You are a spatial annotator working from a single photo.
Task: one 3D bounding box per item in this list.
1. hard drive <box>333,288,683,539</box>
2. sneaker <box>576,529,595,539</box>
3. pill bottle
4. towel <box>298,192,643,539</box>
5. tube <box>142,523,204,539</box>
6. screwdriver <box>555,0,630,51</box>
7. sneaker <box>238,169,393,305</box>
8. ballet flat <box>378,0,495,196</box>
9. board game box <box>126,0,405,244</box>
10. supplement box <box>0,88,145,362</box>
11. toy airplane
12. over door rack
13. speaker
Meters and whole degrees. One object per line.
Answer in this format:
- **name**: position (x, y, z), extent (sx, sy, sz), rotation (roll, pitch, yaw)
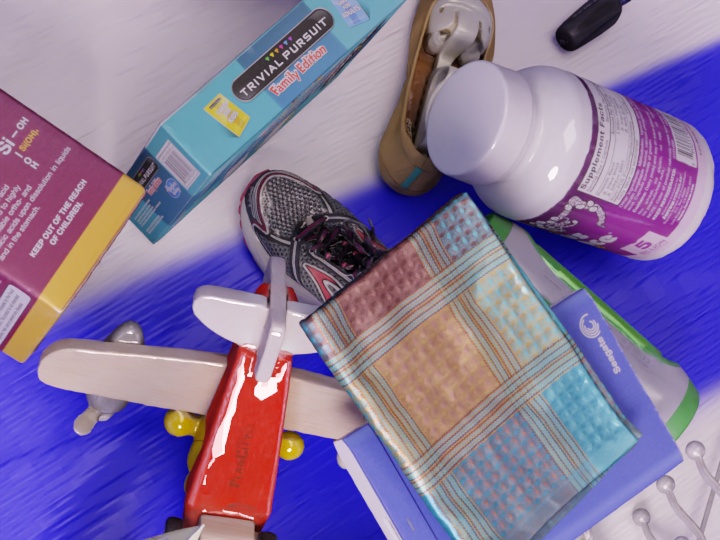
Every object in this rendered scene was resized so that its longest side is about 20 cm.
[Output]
- **hard drive**: position (0.098, 0.115, 1.029), extent (0.200, 0.025, 0.132), rotation (-30, 90, -25)
- **sneaker**: position (0.125, 0.162, 1.107), extent (0.074, 0.116, 0.200), rotation (-41, 94, -28)
- **pill bottle**: position (0.148, -0.081, 1.158), extent (0.200, 0.112, 0.112), rotation (16, 69, -35)
- **towel**: position (0.072, 0.071, 0.994), extent (0.147, 0.022, 0.200), rotation (-39, 99, -25)
- **tube**: position (-0.140, 0.187, 0.948), extent (0.052, 0.200, 0.058), rotation (9, 71, -17)
- **screwdriver**: position (0.227, -0.232, 1.311), extent (0.200, 0.029, 0.028), rotation (-38, 90, -29)
- **sneaker**: position (0.000, 0.000, 1.116), extent (0.200, 0.075, 0.081), rotation (43, 65, 10)
- **ballet flat**: position (0.067, -0.148, 1.200), extent (0.069, 0.063, 0.200), rotation (20, 69, -13)
- **board game box**: position (-0.069, -0.117, 1.090), extent (0.047, 0.151, 0.200), rotation (46, 64, -3)
- **supplement box**: position (-0.254, -0.049, 1.011), extent (0.200, 0.131, 0.103), rotation (35, 64, -10)
- **toy airplane**: position (-0.075, 0.082, 1.037), extent (0.199, 0.141, 0.200), rotation (-32, 107, 3)
- **over door rack**: position (0.249, 0.143, 1.137), extent (0.067, 0.148, 0.200), rotation (33, 64, 9)
- **speaker**: position (0.145, 0.050, 1.161), extent (0.200, 0.088, 0.088), rotation (41, 65, -6)
